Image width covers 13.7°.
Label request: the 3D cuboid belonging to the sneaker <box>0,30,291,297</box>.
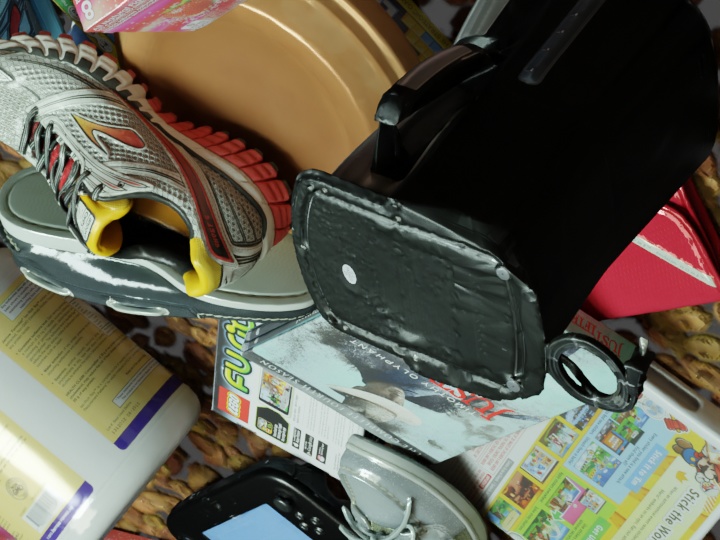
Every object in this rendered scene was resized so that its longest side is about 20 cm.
[{"bbox_3d":[-0.136,-0.057,1.582,0.199,0.082,0.078,29,142,14],"label":"sneaker"}]

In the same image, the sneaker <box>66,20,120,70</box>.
[{"bbox_3d":[-0.144,-0.066,1.741,0.075,0.077,0.201,13,138,29],"label":"sneaker"}]

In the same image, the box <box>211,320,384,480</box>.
[{"bbox_3d":[-0.031,0.036,1.785,0.110,0.035,0.201,28,142,16],"label":"box"}]

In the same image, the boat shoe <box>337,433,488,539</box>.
[{"bbox_3d":[0.037,0.174,1.817,0.074,0.065,0.202,20,153,37],"label":"boat shoe"}]

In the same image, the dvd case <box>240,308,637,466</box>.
[{"bbox_3d":[0.045,0.047,1.666,0.146,0.022,0.200,32,148,-25],"label":"dvd case"}]

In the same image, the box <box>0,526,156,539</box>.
[{"bbox_3d":[-0.209,0.242,2.107,0.199,0.095,0.103,9,134,35],"label":"box"}]

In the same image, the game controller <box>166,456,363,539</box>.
[{"bbox_3d":[-0.054,0.172,1.925,0.104,0.042,0.200,47,152,-7],"label":"game controller"}]

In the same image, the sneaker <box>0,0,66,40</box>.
[{"bbox_3d":[-0.225,-0.145,1.712,0.079,0.096,0.201,23,141,21],"label":"sneaker"}]

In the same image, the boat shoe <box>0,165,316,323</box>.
[{"bbox_3d":[-0.107,-0.007,1.678,0.199,0.076,0.061,19,144,18],"label":"boat shoe"}]

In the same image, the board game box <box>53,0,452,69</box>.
[{"bbox_3d":[-0.055,-0.128,1.616,0.200,0.057,0.165,45,145,-8],"label":"board game box"}]

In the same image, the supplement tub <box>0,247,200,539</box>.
[{"bbox_3d":[-0.217,0.078,1.899,0.200,0.146,0.145,40,144,1],"label":"supplement tub"}]

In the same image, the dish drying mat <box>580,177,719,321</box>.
[{"bbox_3d":[0.105,-0.003,1.615,0.199,0.018,0.077,-11,117,39],"label":"dish drying mat"}]

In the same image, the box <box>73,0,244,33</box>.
[{"bbox_3d":[-0.055,-0.201,1.436,0.199,0.095,0.100,-28,78,34],"label":"box"}]

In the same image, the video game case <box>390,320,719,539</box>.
[{"bbox_3d":[0.123,0.102,1.731,0.182,0.023,0.200,36,143,5],"label":"video game case"}]

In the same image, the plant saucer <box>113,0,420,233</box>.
[{"bbox_3d":[-0.051,-0.091,1.574,0.199,0.037,0.201,23,140,21],"label":"plant saucer"}]

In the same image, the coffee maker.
[{"bbox_3d":[0.094,-0.039,1.455,0.192,0.200,0.135,36,146,9],"label":"coffee maker"}]
